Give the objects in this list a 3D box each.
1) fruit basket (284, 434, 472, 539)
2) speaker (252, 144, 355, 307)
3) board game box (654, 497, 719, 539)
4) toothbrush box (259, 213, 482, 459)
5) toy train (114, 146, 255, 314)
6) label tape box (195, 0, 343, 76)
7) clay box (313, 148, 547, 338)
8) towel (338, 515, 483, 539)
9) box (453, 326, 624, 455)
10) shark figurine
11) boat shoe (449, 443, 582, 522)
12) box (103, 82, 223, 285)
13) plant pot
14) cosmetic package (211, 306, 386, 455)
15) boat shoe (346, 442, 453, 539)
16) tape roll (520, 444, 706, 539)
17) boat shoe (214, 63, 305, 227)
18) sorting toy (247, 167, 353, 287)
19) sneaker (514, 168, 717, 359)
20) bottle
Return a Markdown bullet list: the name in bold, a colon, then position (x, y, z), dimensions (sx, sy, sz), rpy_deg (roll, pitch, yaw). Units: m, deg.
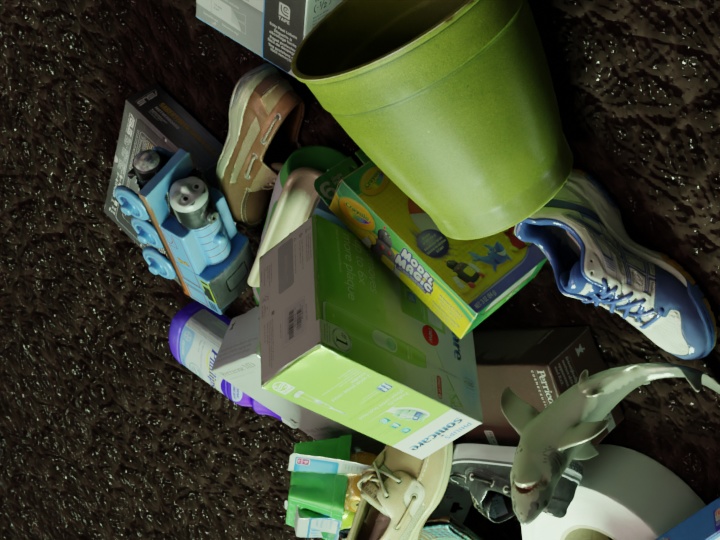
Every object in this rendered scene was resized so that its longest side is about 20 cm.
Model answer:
- **fruit basket**: position (0.018, 0.246, 1.581), dimensions (0.198, 0.095, 0.186), rpy_deg (14, 155, 1)
- **speaker**: position (-0.058, -0.034, 1.523), dimensions (0.088, 0.088, 0.201), rpy_deg (41, 142, 18)
- **board game box**: position (0.296, 0.305, 1.316), dimensions (0.200, 0.045, 0.152), rpy_deg (-39, 108, 25)
- **toothbrush box**: position (0.009, 0.062, 1.350), dimensions (0.199, 0.147, 0.086), rpy_deg (29, 132, -34)
- **toy train**: position (-0.178, -0.045, 1.549), dimensions (0.114, 0.087, 0.201), rpy_deg (28, 154, 26)
- **label tape box**: position (-0.080, -0.294, 1.353), dimensions (0.143, 0.066, 0.201), rpy_deg (34, 142, 26)
- **clay box**: position (0.062, -0.046, 1.349), dimensions (0.200, 0.115, 0.048), rpy_deg (45, 143, 12)
- **towel**: position (0.089, 0.313, 1.574), dimensions (0.146, 0.022, 0.200), rpy_deg (-15, 141, 34)
- **box**: position (0.144, 0.114, 1.424), dimensions (0.199, 0.075, 0.101), rpy_deg (-6, 114, 49)
- **shark figurine**: position (0.212, 0.133, 1.301), dimensions (0.090, 0.214, 0.128), rpy_deg (55, -178, -40)
- **boat shoe**: position (0.137, 0.206, 1.412), dimensions (0.070, 0.067, 0.199), rpy_deg (24, 164, -29)
- **box**: position (-0.211, -0.089, 1.683), dimensions (0.158, 0.048, 0.201), rpy_deg (41, 143, 15)
- **plant pot**: position (0.078, -0.137, 1.213), dimensions (0.199, 0.201, 0.194), rpy_deg (-2, 129, 49)
- **cosmetic package**: position (-0.049, 0.121, 1.583), dimensions (0.199, 0.075, 0.101), rpy_deg (34, 150, -22)
- **boat shoe**: position (0.033, 0.217, 1.458), dimensions (0.072, 0.065, 0.202), rpy_deg (37, 115, 47)
- **tape roll**: position (0.253, 0.270, 1.426), dimensions (0.202, 0.071, 0.204), rpy_deg (29, 137, 31)
- **boat shoe**: position (-0.098, -0.114, 1.515), dimensions (0.072, 0.076, 0.201), rpy_deg (35, 142, 21)
- **sorting toy**: position (0.000, 0.000, 1.446), dimensions (0.198, 0.037, 0.186), rpy_deg (22, 139, -4)
- **sneaker**: position (0.209, 0.010, 1.251), dimensions (0.200, 0.088, 0.075), rpy_deg (45, 142, 10)
- **bottle**: position (-0.139, 0.115, 1.753), dimensions (0.199, 0.065, 0.084), rpy_deg (33, 138, 27)
